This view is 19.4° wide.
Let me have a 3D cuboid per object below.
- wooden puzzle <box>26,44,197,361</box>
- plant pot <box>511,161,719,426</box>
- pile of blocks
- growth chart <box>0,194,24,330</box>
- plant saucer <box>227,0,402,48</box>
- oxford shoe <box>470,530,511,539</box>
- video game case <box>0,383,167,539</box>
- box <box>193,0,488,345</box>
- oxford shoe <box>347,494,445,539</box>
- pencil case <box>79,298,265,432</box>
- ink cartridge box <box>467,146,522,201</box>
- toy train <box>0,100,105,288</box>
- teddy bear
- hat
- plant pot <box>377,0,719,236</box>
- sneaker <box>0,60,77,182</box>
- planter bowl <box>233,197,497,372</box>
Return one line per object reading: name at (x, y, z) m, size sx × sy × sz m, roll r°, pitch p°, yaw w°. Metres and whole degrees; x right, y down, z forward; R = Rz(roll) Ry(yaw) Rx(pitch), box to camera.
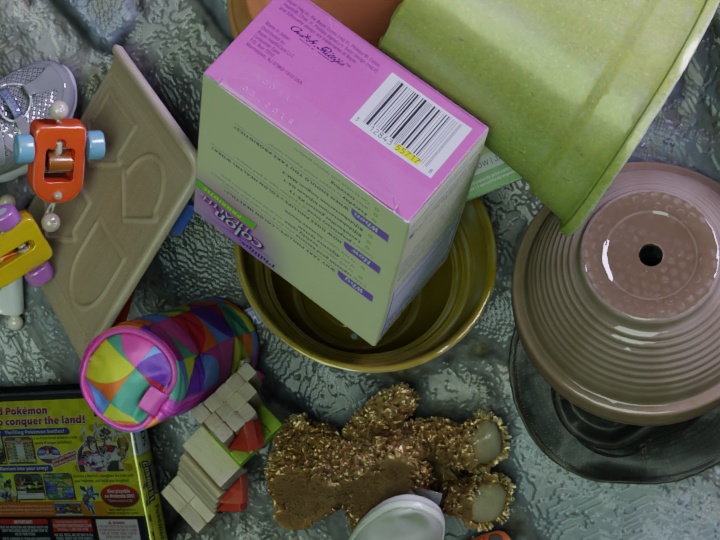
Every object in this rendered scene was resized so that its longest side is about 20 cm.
wooden puzzle at (-0.190, -0.049, 1.645) m, size 0.046 × 0.185 × 0.201 m, roll 15°, pitch 114°, yaw -35°
plant pot at (0.208, 0.005, 1.536) m, size 0.199 × 0.093 × 0.202 m, roll -2°, pitch 70°, yaw 5°
pile of blocks at (-0.098, 0.148, 1.665) m, size 0.062 × 0.082 × 0.200 m, roll 46°, pitch 148°, yaw 13°
growth chart at (-0.367, 0.007, 1.708) m, size 0.199 × 0.018 × 0.146 m, roll -11°, pitch 123°, yaw -5°
plant saucer at (-0.007, -0.216, 1.566) m, size 0.199 × 0.037 × 0.202 m, roll -5°, pitch 72°, yaw 14°
oxford shoe at (0.072, 0.291, 1.696) m, size 0.073 × 0.071 × 0.200 m, roll 33°, pitch 114°, yaw -14°
video game case at (-0.252, 0.184, 1.739) m, size 0.199 × 0.025 × 0.182 m, roll -4°, pitch 101°, yaw 29°
box at (-0.019, -0.070, 1.487) m, size 0.175 × 0.200 × 0.097 m, roll 36°, pitch 65°, yaw 11°
oxford shoe at (0.011, 0.254, 1.669) m, size 0.075 × 0.058 × 0.200 m, roll 22°, pitch 126°, yaw -13°
pencil case at (-0.141, 0.071, 1.627) m, size 0.088 × 0.200 × 0.089 m, roll 2°, pitch 97°, yaw 19°
ink cartridge box at (0.079, -0.160, 1.574) m, size 0.145 × 0.048 × 0.201 m, roll -22°, pitch 91°, yaw 1°
toy train at (-0.298, -0.059, 1.622) m, size 0.199 × 0.056 × 0.151 m, roll -8°, pitch 116°, yaw -20°
teddy bear at (0.026, 0.157, 1.677) m, size 0.199 × 0.067 × 0.146 m, roll -18°, pitch 115°, yaw 15°
hat at (0.206, 0.085, 1.606) m, size 0.199 × 0.081 × 0.202 m, roll 2°, pitch 101°, yaw 12°
plant pot at (0.119, -0.157, 1.453) m, size 0.184 × 0.200 × 0.201 m, roll 32°, pitch 107°, yaw 0°
sneaker at (-0.307, -0.104, 1.648) m, size 0.200 × 0.082 × 0.075 m, roll -36°, pitch 71°, yaw -16°
planter bowl at (0.000, 0.000, 1.614) m, size 0.199 × 0.084 × 0.202 m, roll 3°, pitch 65°, yaw -6°
